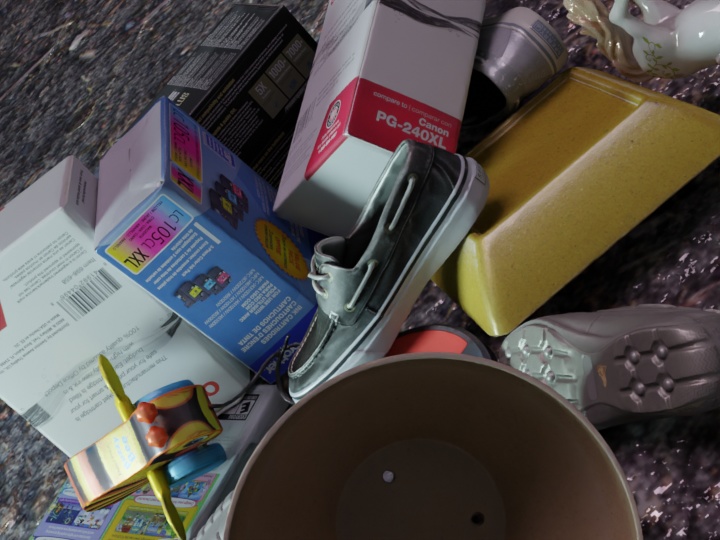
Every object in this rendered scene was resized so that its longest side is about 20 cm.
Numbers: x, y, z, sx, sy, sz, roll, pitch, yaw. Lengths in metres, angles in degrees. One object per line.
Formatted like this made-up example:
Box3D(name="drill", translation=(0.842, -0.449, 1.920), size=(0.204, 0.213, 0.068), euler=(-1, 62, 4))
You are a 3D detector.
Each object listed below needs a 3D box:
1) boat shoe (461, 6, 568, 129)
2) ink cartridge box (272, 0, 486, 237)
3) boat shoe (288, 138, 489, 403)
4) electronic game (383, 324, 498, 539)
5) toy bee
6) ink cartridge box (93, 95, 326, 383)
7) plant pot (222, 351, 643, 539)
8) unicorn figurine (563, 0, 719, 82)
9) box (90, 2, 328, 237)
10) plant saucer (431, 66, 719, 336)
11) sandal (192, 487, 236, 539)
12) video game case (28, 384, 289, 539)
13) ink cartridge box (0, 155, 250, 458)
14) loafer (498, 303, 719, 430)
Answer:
Box3D(name="boat shoe", translation=(0.083, -0.141, 1.130), size=(0.072, 0.070, 0.201), euler=(-44, 9, -12))
Box3D(name="ink cartridge box", translation=(0.018, -0.138, 1.088), size=(0.145, 0.083, 0.201), euler=(138, 149, -61))
Box3D(name="boat shoe", translation=(0.000, 0.000, 0.982), size=(0.200, 0.071, 0.072), euler=(-57, 20, 16))
Box3D(name="electronic game", translation=(0.011, 0.120, 0.947), size=(0.200, 0.042, 0.200), euler=(-36, 32, 27))
Box3D(name="toy bee", translation=(-0.137, 0.103, 1.037), size=(0.131, 0.109, 0.200), euler=(43, 107, 19))
Box3D(name="ink cartridge box", translation=(-0.090, -0.013, 1.099), size=(0.076, 0.200, 0.137), euler=(-40, 29, 17))
Box3D(name="plant pot", translation=(0.034, 0.138, 0.790), size=(0.200, 0.200, 0.134), euler=(-44, 0, 0))
Box3D(name="unicorn figurine", translation=(0.223, -0.153, 0.950), size=(0.074, 0.138, 0.200), euler=(-42, 24, -20))
Box3D(name="box", translation=(-0.091, -0.084, 1.226), size=(0.200, 0.164, 0.086), euler=(-52, 31, -13))
Box3D(name="plant saucer", translation=(0.122, -0.063, 1.007), size=(0.200, 0.048, 0.200), euler=(-39, 20, -1))
Box3D(name="sandal", translation=(-0.092, 0.199, 0.966), size=(0.203, 0.050, 0.083), euler=(-54, 9, 25))
Box3D(name="video game case", translation=(-0.158, 0.163, 1.139), size=(0.200, 0.022, 0.182), euler=(-5, 48, 48))
Box3D(name="ink cartridge box", translation=(-0.196, 0.041, 1.118), size=(0.144, 0.200, 0.084), euler=(-35, 27, 15))
Box3D(name="loafer", translation=(0.149, 0.054, 0.859), size=(0.200, 0.070, 0.070), euler=(-4, 91, 61))
